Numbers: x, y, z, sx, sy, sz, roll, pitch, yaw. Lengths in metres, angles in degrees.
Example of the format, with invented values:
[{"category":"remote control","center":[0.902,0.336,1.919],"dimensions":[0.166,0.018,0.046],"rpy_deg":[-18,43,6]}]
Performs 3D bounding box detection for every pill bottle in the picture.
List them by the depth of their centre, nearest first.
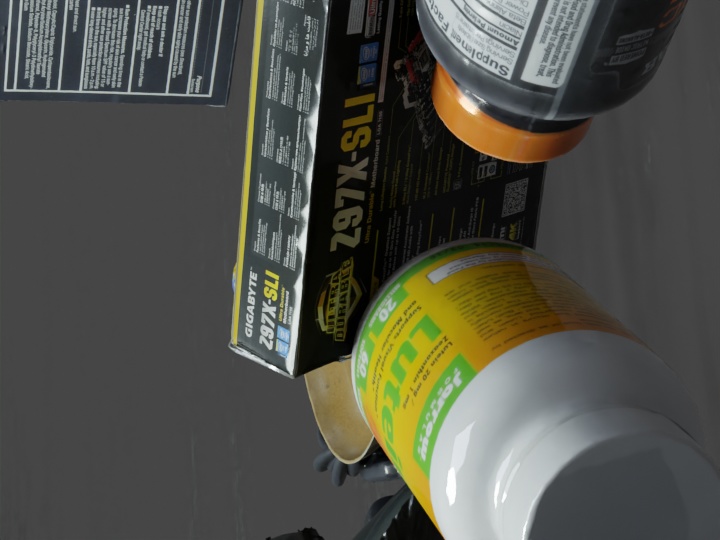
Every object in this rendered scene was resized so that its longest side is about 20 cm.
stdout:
[{"category":"pill bottle","center":[0.082,-0.132,0.847],"dimensions":[0.200,0.106,0.106],"rpy_deg":[108,157,-50]},{"category":"pill bottle","center":[0.072,0.066,0.876],"dimensions":[0.200,0.111,0.111],"rpy_deg":[-130,42,-67]}]

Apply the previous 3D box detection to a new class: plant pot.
[{"category":"plant pot","center":[0.000,0.000,1.136],"dimensions":[0.200,0.027,0.200],"rpy_deg":[177,90,-75]}]

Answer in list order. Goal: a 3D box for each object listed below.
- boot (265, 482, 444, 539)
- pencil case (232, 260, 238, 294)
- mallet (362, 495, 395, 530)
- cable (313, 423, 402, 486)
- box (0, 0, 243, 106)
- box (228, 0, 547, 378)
[{"category":"boot","center":[-0.007,0.157,1.067],"dimensions":[0.198,0.073,0.162],"rpy_deg":[-51,17,-11]},{"category":"pencil case","center":[-0.029,-0.058,1.315],"dimensions":[0.087,0.078,0.200],"rpy_deg":[-111,25,-47]},{"category":"mallet","center":[-0.004,0.191,1.146],"dimensions":[0.200,0.041,0.066],"rpy_deg":[-53,-23,-60]},{"category":"cable","center":[0.005,0.041,1.248],"dimensions":[0.200,0.051,0.163],"rpy_deg":[156,113,-74]},{"category":"box","center":[-0.196,-0.242,1.707],"dimensions":[0.123,0.198,0.200],"rpy_deg":[-104,20,-48]},{"category":"box","center":[0.020,-0.067,0.963],"dimensions":[0.049,0.160,0.200],"rpy_deg":[26,121,40]}]
